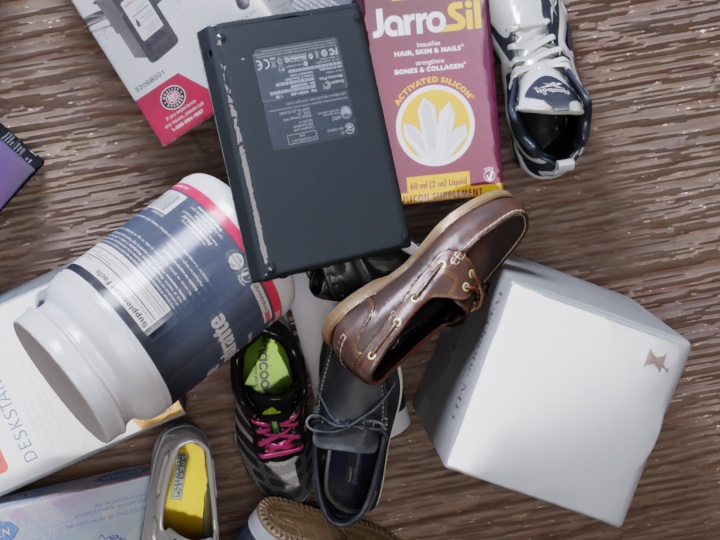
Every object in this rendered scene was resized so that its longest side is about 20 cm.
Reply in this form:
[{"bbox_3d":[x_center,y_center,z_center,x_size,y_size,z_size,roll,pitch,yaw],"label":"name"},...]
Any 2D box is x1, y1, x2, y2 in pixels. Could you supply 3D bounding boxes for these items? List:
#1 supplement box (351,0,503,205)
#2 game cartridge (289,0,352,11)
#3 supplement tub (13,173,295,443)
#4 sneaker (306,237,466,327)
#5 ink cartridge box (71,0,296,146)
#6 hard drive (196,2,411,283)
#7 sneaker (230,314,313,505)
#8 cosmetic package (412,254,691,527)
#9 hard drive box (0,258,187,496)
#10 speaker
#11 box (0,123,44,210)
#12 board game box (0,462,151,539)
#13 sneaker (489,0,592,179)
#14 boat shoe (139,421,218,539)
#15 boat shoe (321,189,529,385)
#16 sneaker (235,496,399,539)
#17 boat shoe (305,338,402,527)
[{"bbox_3d":[0.055,-0.161,1.377,0.109,0.086,0.202,-6,101,-4],"label":"supplement box"},{"bbox_3d":[0.002,-0.215,1.424,0.199,0.042,0.134,32,92,-10],"label":"game cartridge"},{"bbox_3d":[-0.165,0.030,1.324,0.200,0.140,0.141,-39,102,-18],"label":"supplement tub"},{"bbox_3d":[0.000,0.000,1.374,0.200,0.076,0.088,40,76,-19],"label":"sneaker"},{"bbox_3d":[-0.153,-0.230,1.358,0.144,0.083,0.201,-31,98,17],"label":"ink cartridge box"},{"bbox_3d":[-0.042,-0.102,1.294,0.138,0.033,0.202,-13,91,-29],"label":"hard drive"},{"bbox_3d":[-0.079,0.123,1.449,0.073,0.087,0.202,-9,101,-4],"label":"sneaker"},{"bbox_3d":[0.159,0.092,1.410,0.165,0.200,0.169,19,97,-9],"label":"cosmetic package"},{"bbox_3d":[-0.272,0.089,1.430,0.198,0.077,0.157,-24,101,-1],"label":"hard drive box"},{"bbox_3d":[-0.018,0.051,1.447,0.080,0.081,0.202,-15,101,-3],"label":"speaker"},{"bbox_3d":[-0.390,-0.062,1.392,0.141,0.079,0.200,41,94,-8],"label":"box"},{"bbox_3d":[-0.259,0.290,1.454,0.198,0.043,0.201,-10,103,-24],"label":"board game box"},{"bbox_3d":[0.155,-0.173,1.398,0.079,0.130,0.201,-6,101,-6],"label":"sneaker"},{"bbox_3d":[-0.152,0.239,1.422,0.074,0.086,0.204,5,94,-16],"label":"boat shoe"},{"bbox_3d":[0.065,0.017,1.319,0.200,0.070,0.071,-40,139,-8],"label":"boat shoe"},{"bbox_3d":[-0.038,0.282,1.494,0.199,0.070,0.109,26,117,-27],"label":"sneaker"},{"bbox_3d":[-0.007,0.128,1.384,0.074,0.062,0.202,9,114,11],"label":"boat shoe"}]
